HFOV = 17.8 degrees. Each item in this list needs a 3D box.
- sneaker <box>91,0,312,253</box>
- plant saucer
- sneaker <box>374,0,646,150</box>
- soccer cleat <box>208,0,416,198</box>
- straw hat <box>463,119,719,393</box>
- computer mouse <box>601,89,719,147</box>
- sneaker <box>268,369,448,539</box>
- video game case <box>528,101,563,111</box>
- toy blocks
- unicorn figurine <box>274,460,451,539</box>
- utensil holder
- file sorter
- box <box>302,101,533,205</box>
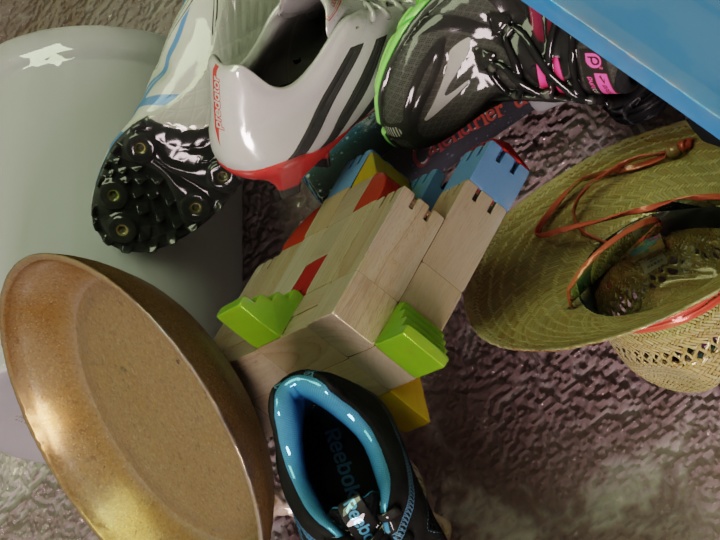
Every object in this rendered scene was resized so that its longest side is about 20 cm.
[{"bbox_3d":[-0.077,-0.098,1.200,0.200,0.072,0.072,-60,12,5],"label":"sneaker"},{"bbox_3d":[-0.103,0.074,1.123,0.035,0.200,0.200,-32,34,-32],"label":"plant saucer"},{"bbox_3d":[0.095,-0.114,1.104,0.200,0.077,0.084,-29,45,10],"label":"sneaker"},{"bbox_3d":[-0.002,-0.117,1.153,0.069,0.085,0.200,23,49,38],"label":"soccer cleat"},{"bbox_3d":[0.149,0.010,1.079,0.201,0.085,0.201,-24,23,11],"label":"straw hat"},{"bbox_3d":[0.168,-0.091,1.115,0.059,0.034,0.200,-36,23,-15],"label":"computer mouse"},{"bbox_3d":[0.009,0.134,0.984,0.073,0.082,0.200,-29,70,3],"label":"sneaker"},{"bbox_3d":[0.161,-0.189,1.184,0.200,0.023,0.182,-22,50,13],"label":"video game case"},{"bbox_3d":[0.000,0.000,1.106,0.200,0.100,0.137,-26,29,57],"label":"toy blocks"},{"bbox_3d":[-0.019,0.082,1.192,0.200,0.137,0.074,62,151,18],"label":"unicorn figurine"},{"bbox_3d":[-0.146,-0.010,1.293,0.170,0.170,0.200,-21,58,31],"label":"utensil holder"},{"bbox_3d":[0.179,-0.186,1.029,0.139,0.123,0.200,37,59,16],"label":"file sorter"},{"bbox_3d":[0.038,-0.123,1.243,0.200,0.038,0.137,-34,48,-1],"label":"box"}]
